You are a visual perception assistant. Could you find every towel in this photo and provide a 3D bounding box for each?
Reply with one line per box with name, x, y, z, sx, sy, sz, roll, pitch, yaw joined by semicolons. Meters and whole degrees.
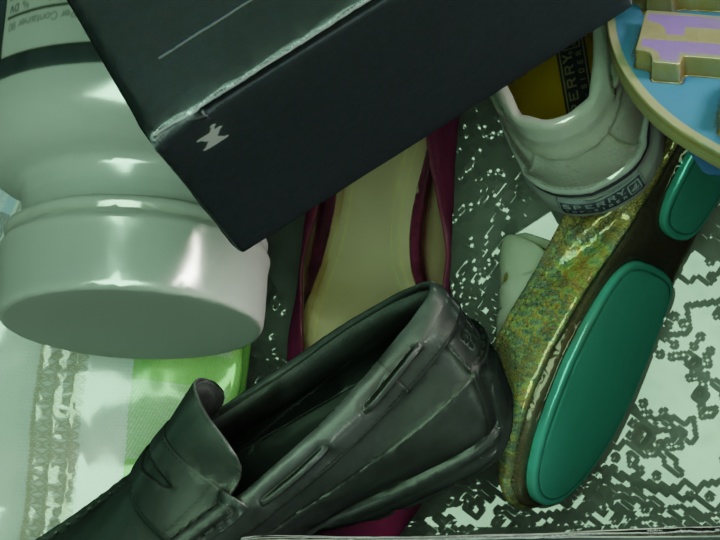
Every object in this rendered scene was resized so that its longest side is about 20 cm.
towel;-0.142;0.066;1.027;0.199;0.031;0.150;5;88;9

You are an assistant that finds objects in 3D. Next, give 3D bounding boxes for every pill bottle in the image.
pill bottle;-0.073;-0.077;0.986;0.119;0.120;0.201;0;73;8

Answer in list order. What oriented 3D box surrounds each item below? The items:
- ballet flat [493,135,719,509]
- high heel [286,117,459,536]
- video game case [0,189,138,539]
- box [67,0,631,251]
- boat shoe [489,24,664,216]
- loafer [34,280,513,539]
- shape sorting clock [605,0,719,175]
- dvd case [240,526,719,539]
ballet flat;0.086;-0.015;1.010;0.070;0.071;0.201;27;90;9
high heel;0.000;0.000;0.999;0.067;0.096;0.201;2;85;12
video game case;-0.154;0.018;1.059;0.181;0.023;0.201;24;90;9
box;-0.033;-0.136;0.874;0.148;0.107;0.201;-31;68;1
boat shoe;0.053;-0.117;0.984;0.071;0.070;0.201;-17;60;13
loafer;-0.046;0.068;0.964;0.200;0.068;0.071;-28;120;2
shape sorting clock;0.178;-0.085;0.921;0.199;0.200;0.039;-5;128;8
dvd case;0.069;0.119;0.958;0.199;0.149;0.016;-1;62;8
